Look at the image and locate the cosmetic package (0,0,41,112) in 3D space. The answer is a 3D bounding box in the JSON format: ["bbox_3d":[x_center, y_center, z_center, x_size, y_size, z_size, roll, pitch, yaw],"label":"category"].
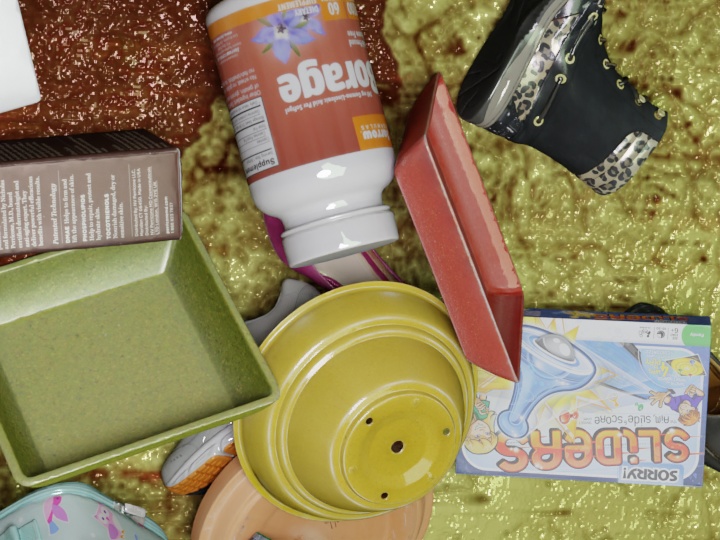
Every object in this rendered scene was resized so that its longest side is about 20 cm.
[{"bbox_3d":[-0.330,-0.185,1.545,0.167,0.200,0.166,-17,108,-16],"label":"cosmetic package"}]

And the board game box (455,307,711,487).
[{"bbox_3d":[0.178,0.100,1.842,0.200,0.034,0.135,2,102,6],"label":"board game box"}]

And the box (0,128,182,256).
[{"bbox_3d":[-0.237,-0.055,1.663,0.200,0.100,0.075,-4,103,-19],"label":"box"}]

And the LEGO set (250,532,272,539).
[{"bbox_3d":[-0.049,0.303,1.737,0.116,0.154,0.200,-48,143,-21],"label":"LEGO set"}]

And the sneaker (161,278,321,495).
[{"bbox_3d":[-0.086,0.090,1.775,0.200,0.092,0.076,-43,151,13],"label":"sneaker"}]

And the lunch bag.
[{"bbox_3d":[-0.240,0.233,1.682,0.200,0.077,0.160,-31,141,16],"label":"lunch bag"}]

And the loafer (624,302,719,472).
[{"bbox_3d":[0.287,0.112,1.910,0.200,0.072,0.073,43,84,-24],"label":"loafer"}]

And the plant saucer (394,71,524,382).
[{"bbox_3d":[0.074,-0.032,1.740,0.037,0.200,0.200,-19,106,11],"label":"plant saucer"}]

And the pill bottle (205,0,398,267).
[{"bbox_3d":[-0.037,-0.108,1.690,0.112,0.112,0.200,-15,87,-17],"label":"pill bottle"}]

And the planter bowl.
[{"bbox_3d":[0.013,0.115,1.698,0.200,0.083,0.201,-10,115,-21],"label":"planter bowl"}]

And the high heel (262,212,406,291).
[{"bbox_3d":[0.000,0.000,1.759,0.067,0.096,0.200,-41,114,-30],"label":"high heel"}]

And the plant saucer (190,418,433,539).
[{"bbox_3d":[-0.034,0.202,1.796,0.200,0.032,0.200,-14,127,-19],"label":"plant saucer"}]

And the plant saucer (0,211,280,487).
[{"bbox_3d":[-0.185,0.066,1.684,0.200,0.200,0.048,-18,142,-16],"label":"plant saucer"}]

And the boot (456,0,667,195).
[{"bbox_3d":[0.187,-0.171,1.811,0.154,0.073,0.204,31,96,-26],"label":"boot"}]
